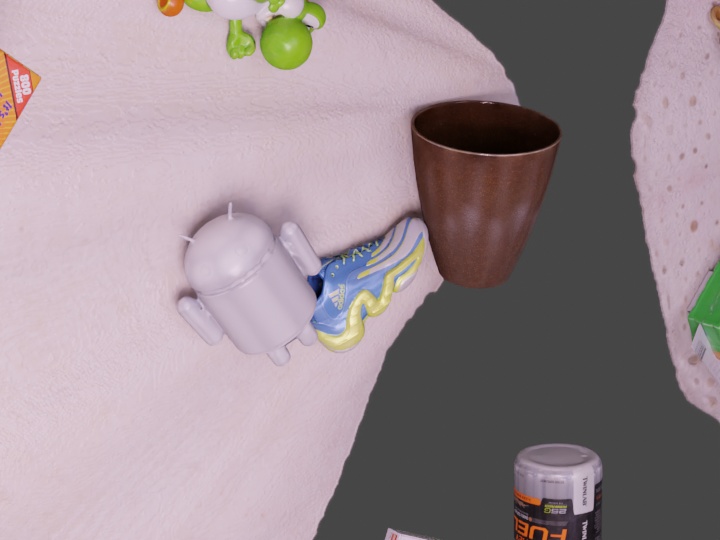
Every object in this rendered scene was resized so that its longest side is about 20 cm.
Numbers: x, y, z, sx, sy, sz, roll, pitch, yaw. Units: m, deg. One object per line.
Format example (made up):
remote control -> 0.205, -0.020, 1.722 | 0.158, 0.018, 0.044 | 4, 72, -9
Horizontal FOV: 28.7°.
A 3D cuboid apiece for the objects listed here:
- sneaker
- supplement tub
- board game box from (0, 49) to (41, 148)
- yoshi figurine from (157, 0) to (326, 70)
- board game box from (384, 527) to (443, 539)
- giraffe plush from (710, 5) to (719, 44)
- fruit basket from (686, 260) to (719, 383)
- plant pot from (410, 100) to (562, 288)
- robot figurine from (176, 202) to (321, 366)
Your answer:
sneaker -> 0.000, 0.000, 1.723 | 0.105, 0.076, 0.200 | 41, 76, -32
supplement tub -> 0.272, 0.350, 1.945 | 0.122, 0.122, 0.201 | -9, 103, -33
board game box -> -0.459, -0.154, 1.304 | 0.200, 0.200, 0.201 | 34, 80, -33
yoshi figurine -> -0.122, -0.285, 1.576 | 0.199, 0.112, 0.112 | 13, 107, -38
board game box -> 0.102, 0.427, 1.896 | 0.199, 0.035, 0.127 | 20, 86, -35
giraffe plush -> 0.599, -0.374, 2.038 | 0.162, 0.173, 0.200 | -37, 152, -12
fruit basket -> 0.574, 0.081, 2.139 | 0.186, 0.093, 0.200 | -59, 139, -11
plant pot -> 0.150, -0.087, 1.764 | 0.186, 0.187, 0.201 | -15, 122, -31
robot figurine -> -0.127, 0.016, 1.616 | 0.169, 0.113, 0.200 | -37, 118, -8
